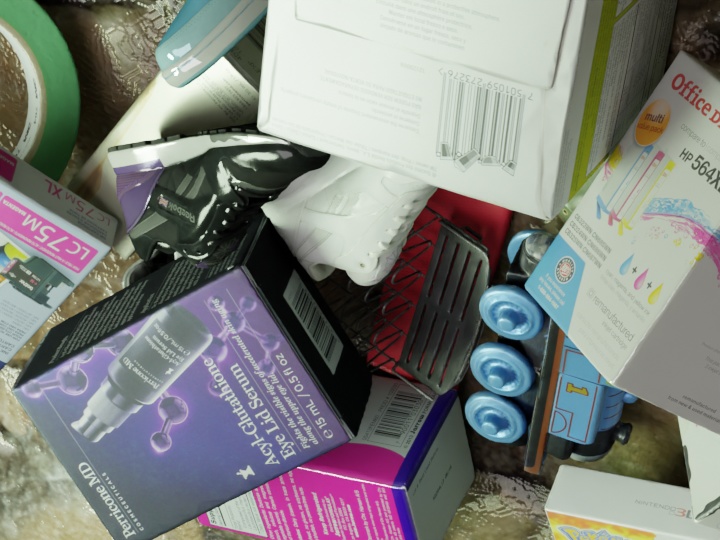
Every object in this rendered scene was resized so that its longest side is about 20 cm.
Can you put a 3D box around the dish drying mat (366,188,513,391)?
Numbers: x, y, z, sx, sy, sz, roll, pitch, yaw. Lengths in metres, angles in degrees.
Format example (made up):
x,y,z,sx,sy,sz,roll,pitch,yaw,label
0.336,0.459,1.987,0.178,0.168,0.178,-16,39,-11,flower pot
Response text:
x,y,z,sx,sy,sz,roll,pitch,yaw,label
0.058,0.000,1.480,0.076,0.018,0.201,26,127,15,dish drying mat

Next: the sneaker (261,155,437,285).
x,y,z,sx,sy,sz,roll,pitch,yaw,label
0.019,-0.048,1.362,0.199,0.075,0.100,-18,101,47,sneaker

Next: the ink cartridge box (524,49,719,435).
x,y,z,sx,sy,sz,roll,pitch,yaw,label
0.218,-0.024,1.227,0.125,0.129,0.201,24,105,-31,ink cartridge box

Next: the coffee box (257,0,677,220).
x,y,z,sx,sy,sz,roll,pitch,yaw,label
0.075,-0.182,1.242,0.198,0.198,0.202,19,124,20,coffee box

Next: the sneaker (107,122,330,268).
x,y,z,sx,sy,sz,roll,pitch,yaw,label
-0.083,-0.048,1.339,0.199,0.075,0.089,-5,95,50,sneaker

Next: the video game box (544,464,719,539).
x,y,z,sx,sy,sz,roll,pitch,yaw,label
0.241,0.221,1.453,0.198,0.047,0.183,9,141,26,video game box

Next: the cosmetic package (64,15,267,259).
x,y,z,sx,sy,sz,roll,pitch,yaw,label
-0.116,-0.106,1.460,0.071,0.105,0.200,46,129,0,cosmetic package

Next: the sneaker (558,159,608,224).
x,y,z,sx,sy,sz,roll,pitch,yaw,label
0.130,-0.070,1.361,0.198,0.067,0.091,11,118,21,sneaker

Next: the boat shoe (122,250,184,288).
x,y,z,sx,sy,sz,roll,pitch,yaw,label
-0.146,0.011,1.542,0.200,0.065,0.074,-56,45,52,boat shoe

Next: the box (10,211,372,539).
x,y,z,sx,sy,sz,roll,pitch,yaw,label
-0.115,0.078,1.434,0.199,0.104,0.149,-29,106,18,box

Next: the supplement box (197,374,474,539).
x,y,z,sx,sy,sz,roll,pitch,yaw,label
-0.028,0.140,1.549,0.198,0.102,0.104,10,136,25,supplement box

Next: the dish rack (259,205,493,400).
x,y,z,sx,sy,sz,roll,pitch,yaw,label
0.000,0.000,1.471,0.199,0.054,0.154,35,131,24,dish rack

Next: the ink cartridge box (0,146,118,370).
x,y,z,sx,sy,sz,roll,pitch,yaw,label
-0.277,0.004,1.486,0.119,0.042,0.200,33,126,-21,ink cartridge box

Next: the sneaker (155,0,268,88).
x,y,z,sx,sy,sz,roll,pitch,yaw,label
-0.096,-0.225,1.323,0.130,0.201,0.079,40,167,-12,sneaker

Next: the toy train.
x,y,z,sx,sy,sz,roll,pitch,yaw,label
0.138,0.058,1.411,0.113,0.087,0.201,19,137,14,toy train

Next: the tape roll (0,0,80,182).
x,y,z,sx,sy,sz,roll,pitch,yaw,label
-0.305,-0.122,1.507,0.202,0.199,0.048,64,166,-17,tape roll

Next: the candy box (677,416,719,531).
x,y,z,sx,sy,sz,roll,pitch,yaw,label
0.283,0.049,1.279,0.071,0.169,0.200,20,137,-28,candy box
